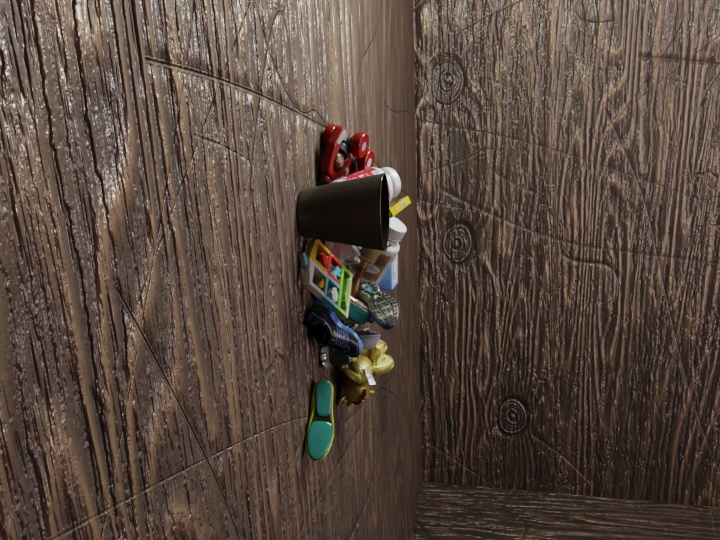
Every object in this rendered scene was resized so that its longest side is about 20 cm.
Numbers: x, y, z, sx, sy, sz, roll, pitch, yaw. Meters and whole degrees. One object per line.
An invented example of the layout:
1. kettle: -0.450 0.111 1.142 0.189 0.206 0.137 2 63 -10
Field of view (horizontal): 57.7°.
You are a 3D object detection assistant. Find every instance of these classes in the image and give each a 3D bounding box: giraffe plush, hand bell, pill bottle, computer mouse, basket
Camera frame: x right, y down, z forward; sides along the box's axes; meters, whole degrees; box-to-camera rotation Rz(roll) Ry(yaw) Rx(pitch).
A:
1. giraffe plush: -0.001 0.311 1.907 0.201 0.170 0.164 -90 -165 -53
2. hand bell: 0.000 0.000 1.764 0.202 0.103 0.104 -66 168 2
3. pill bottle: 0.053 -0.064 1.976 0.201 0.113 0.115 -58 -178 26
4. computer mouse: 0.003 0.190 1.803 0.200 0.108 0.045 179 -91 -78
5. basket: -0.038 -0.136 1.522 0.136 0.197 0.183 -57 147 -70
6. pill bottle: 0.011 -0.201 1.689 0.199 0.111 0.114 -27 123 -40

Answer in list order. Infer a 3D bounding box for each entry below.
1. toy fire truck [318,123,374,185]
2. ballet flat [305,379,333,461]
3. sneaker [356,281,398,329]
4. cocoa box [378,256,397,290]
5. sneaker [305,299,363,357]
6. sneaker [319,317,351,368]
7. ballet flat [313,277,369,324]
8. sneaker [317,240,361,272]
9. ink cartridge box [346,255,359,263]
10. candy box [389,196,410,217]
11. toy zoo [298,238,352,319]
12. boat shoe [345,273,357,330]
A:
1. toy fire truck: -0.051 -0.276 1.713 0.170 0.111 0.200 -66 161 -15
2. ballet flat: -0.099 0.373 1.620 0.067 0.066 0.203 115 -18 -63
3. sneaker: 0.046 0.108 1.769 0.200 0.077 0.091 -129 -148 -56
4. cocoa box: 0.052 -0.045 2.127 0.133 0.129 0.204 -38 128 -75
5. sneaker: -0.069 0.164 1.619 0.200 0.069 0.078 50 45 -28
6. sneaker: -0.053 0.160 1.736 0.078 0.090 0.204 49 43 -74
7. ballet flat: -0.060 0.076 1.685 0.200 0.071 0.065 41 -3 -31
8. sneaker: -0.048 -0.033 1.686 0.076 0.113 0.202 -71 159 -53
9. ink cartridge box: -0.036 -0.083 1.856 0.200 0.066 0.118 23 68 -77
10. candy box: 0.064 -0.151 1.726 0.027 0.101 0.200 61 22 -6
11. toy zoo: -0.084 0.014 1.574 0.200 0.020 0.133 46 39 -43
12. boat shoe: -0.038 0.076 1.858 0.060 0.071 0.202 56 26 -43
